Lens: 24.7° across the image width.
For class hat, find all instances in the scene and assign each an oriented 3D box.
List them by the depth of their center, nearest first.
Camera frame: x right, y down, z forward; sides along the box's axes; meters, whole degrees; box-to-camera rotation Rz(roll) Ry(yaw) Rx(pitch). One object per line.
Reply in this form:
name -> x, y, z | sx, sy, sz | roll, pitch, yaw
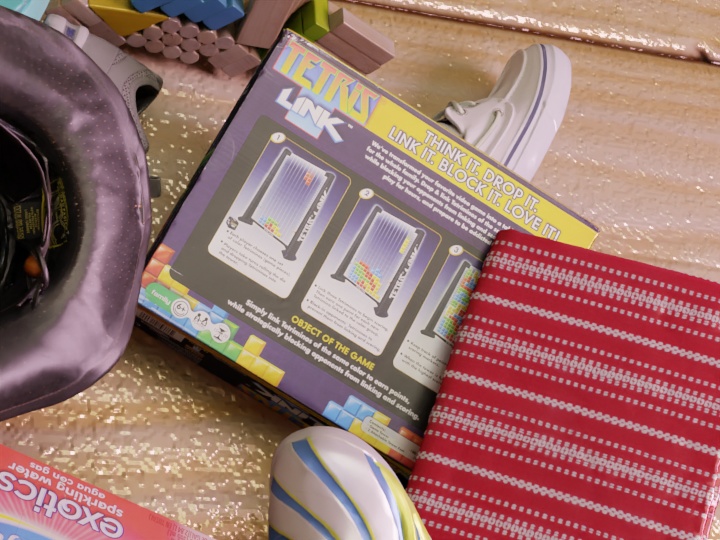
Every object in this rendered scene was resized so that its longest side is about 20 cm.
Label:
hat -> -0.189, -0.022, 0.701 | 0.199, 0.080, 0.203 | 7, 80, -41

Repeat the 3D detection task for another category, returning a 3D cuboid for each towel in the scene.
towel -> 0.102, 0.084, 0.785 | 0.143, 0.023, 0.202 | 15, 66, 14

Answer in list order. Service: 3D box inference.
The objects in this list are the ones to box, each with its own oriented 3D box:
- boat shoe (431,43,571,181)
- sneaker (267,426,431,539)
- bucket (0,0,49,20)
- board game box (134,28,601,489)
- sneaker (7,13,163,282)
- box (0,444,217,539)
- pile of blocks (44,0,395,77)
boat shoe -> 0.066, -0.069, 0.951 | 0.066, 0.074, 0.201 | 31, 52, -10
sneaker -> -0.003, 0.172, 0.705 | 0.105, 0.075, 0.202 | -36, 111, -74
bucket -> -0.249, -0.135, 0.787 | 0.205, 0.135, 0.209 | 13, 57, -20
board game box -> 0.000, 0.000, 0.850 | 0.199, 0.057, 0.166 | 32, 73, -7
sneaker -> -0.138, -0.044, 0.827 | 0.081, 0.075, 0.202 | 15, 54, -17
box -> -0.147, 0.145, 0.674 | 0.198, 0.100, 0.096 | 26, 32, -11
pile of blocks -> -0.077, -0.157, 0.926 | 0.198, 0.082, 0.063 | 9, 57, -23
